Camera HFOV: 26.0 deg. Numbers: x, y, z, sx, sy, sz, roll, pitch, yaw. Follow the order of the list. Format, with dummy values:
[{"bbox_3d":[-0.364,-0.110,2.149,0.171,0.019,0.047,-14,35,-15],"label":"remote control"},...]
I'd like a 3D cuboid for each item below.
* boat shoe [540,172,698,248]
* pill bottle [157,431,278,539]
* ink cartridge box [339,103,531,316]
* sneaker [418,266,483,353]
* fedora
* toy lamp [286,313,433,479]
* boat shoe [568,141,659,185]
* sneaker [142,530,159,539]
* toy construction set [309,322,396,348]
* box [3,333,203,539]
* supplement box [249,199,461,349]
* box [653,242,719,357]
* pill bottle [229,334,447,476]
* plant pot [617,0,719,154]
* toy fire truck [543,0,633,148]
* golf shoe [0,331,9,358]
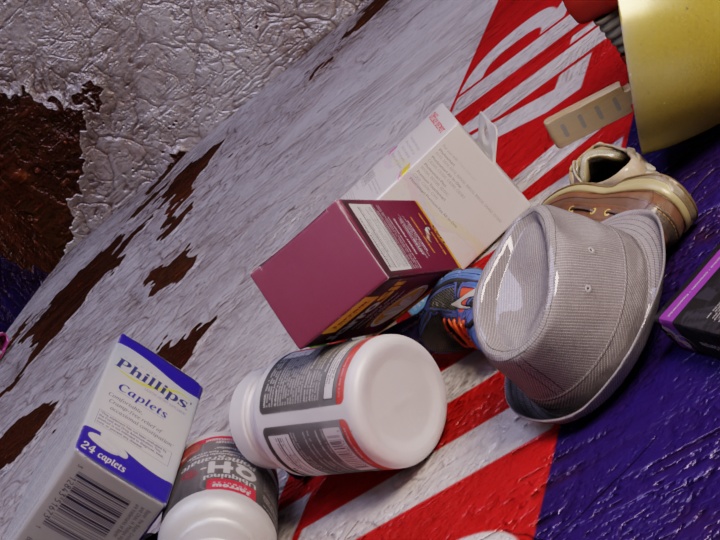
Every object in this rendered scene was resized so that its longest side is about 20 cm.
[{"bbox_3d":[0.202,-0.032,1.351,0.068,0.072,0.199,-49,18,-26],"label":"boat shoe"},{"bbox_3d":[-0.131,0.238,1.442,0.111,0.111,0.200,-41,15,10],"label":"pill bottle"},{"bbox_3d":[0.083,-0.076,1.683,0.200,0.125,0.129,-42,15,8],"label":"ink cartridge box"},{"bbox_3d":[0.112,0.042,1.401,0.199,0.075,0.079,-27,26,54],"label":"sneaker"},{"bbox_3d":[0.151,0.019,1.225,0.176,0.090,0.202,-26,40,49],"label":"fedora"},{"bbox_3d":[-0.004,0.120,1.526,0.200,0.058,0.058,-42,15,8],"label":"toy lamp"},{"bbox_3d":[0.230,-0.090,1.443,0.072,0.065,0.200,-43,15,3],"label":"boat shoe"},{"bbox_3d":[-0.241,0.327,1.559,0.199,0.076,0.114,-26,21,44],"label":"sneaker"},{"bbox_3d":[-0.030,0.083,1.621,0.130,0.092,0.201,-7,42,41],"label":"toy construction set"},{"bbox_3d":[-0.253,0.200,1.520,0.184,0.104,0.201,-52,14,28],"label":"box"},{"bbox_3d":[0.000,0.000,1.428,0.110,0.086,0.200,-38,-12,20],"label":"supplement box"},{"bbox_3d":[0.299,0.004,1.072,0.143,0.036,0.200,-47,14,-6],"label":"box"},{"bbox_3d":[-0.026,0.125,1.408,0.199,0.116,0.116,-12,34,49],"label":"pill bottle"},{"bbox_3d":[0.306,-0.215,1.394,0.140,0.202,0.201,-9,25,13],"label":"plant pot"},{"bbox_3d":[0.253,-0.234,1.552,0.201,0.176,0.128,-52,18,-26],"label":"toy fire truck"},{"bbox_3d":[-0.878,0.210,3.589,0.091,0.075,0.201,-28,23,37],"label":"golf shoe"}]
